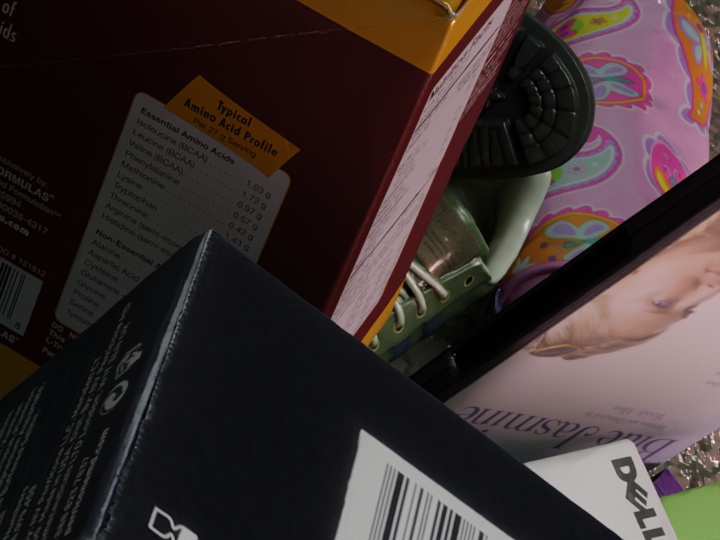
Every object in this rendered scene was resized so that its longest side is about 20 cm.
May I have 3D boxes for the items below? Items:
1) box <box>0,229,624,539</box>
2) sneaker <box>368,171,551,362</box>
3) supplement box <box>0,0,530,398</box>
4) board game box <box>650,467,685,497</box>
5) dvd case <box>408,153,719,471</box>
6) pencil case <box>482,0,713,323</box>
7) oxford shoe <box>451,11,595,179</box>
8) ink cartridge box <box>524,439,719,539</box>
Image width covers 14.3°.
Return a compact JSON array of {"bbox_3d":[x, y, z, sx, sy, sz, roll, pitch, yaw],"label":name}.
[{"bbox_3d":[-0.037,0.126,0.767,0.196,0.200,0.118,37,40,-19],"label":"box"},{"bbox_3d":[0.000,0.000,1.007,0.067,0.090,0.200,53,37,2],"label":"sneaker"},{"bbox_3d":[-0.066,-0.073,0.863,0.196,0.201,0.133,30,36,7],"label":"supplement box"},{"bbox_3d":[0.145,0.181,1.061,0.200,0.032,0.120,51,32,0],"label":"board game box"},{"bbox_3d":[0.112,0.021,1.014,0.142,0.200,0.018,9,56,-40],"label":"dvd case"},{"bbox_3d":[0.095,-0.031,1.140,0.087,0.087,0.201,35,39,-20],"label":"pencil case"},{"bbox_3d":[0.012,-0.082,1.034,0.199,0.073,0.084,24,13,36],"label":"oxford shoe"},{"bbox_3d":[0.103,0.135,0.970,0.199,0.076,0.149,-11,67,-31],"label":"ink cartridge box"}]
